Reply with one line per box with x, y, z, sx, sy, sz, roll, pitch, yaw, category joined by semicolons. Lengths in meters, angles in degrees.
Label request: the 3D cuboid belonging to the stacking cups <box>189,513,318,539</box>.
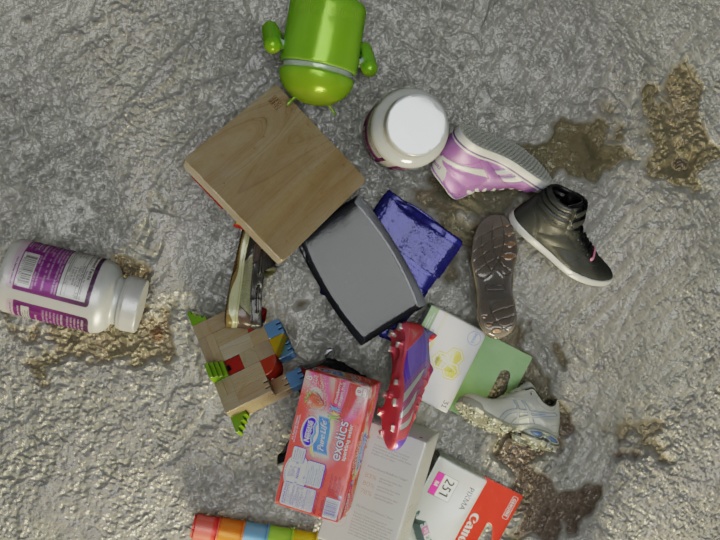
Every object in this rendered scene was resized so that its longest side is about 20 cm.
-0.170;0.429;1.371;0.199;0.061;0.061;10;94;-3;stacking cups

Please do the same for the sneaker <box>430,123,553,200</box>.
0.201;-0.149;1.357;0.200;0.073;0.114;22;126;-23;sneaker

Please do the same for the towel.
0.047;-0.007;1.359;0.147;0.050;0.200;35;91;-1;towel

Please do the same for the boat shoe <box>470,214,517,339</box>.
0.207;0.012;1.363;0.074;0.073;0.201;4;74;2;boat shoe

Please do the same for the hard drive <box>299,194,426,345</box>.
0.000;0.000;1.312;0.135;0.042;0.200;-31;92;1;hard drive

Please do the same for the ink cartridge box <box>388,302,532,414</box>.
0.165;0.160;1.384;0.199;0.048;0.146;27;91;-5;ink cartridge box

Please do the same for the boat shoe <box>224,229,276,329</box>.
-0.159;-0.006;1.307;0.065;0.073;0.201;12;76;-8;boat shoe

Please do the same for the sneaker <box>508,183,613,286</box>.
0.338;-0.056;1.349;0.200;0.071;0.099;36;129;-8;sneaker

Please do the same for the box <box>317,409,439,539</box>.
0.029;0.332;1.340;0.124;0.097;0.201;18;94;17;box

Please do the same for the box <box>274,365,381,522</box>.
-0.047;0.249;1.261;0.102;0.095;0.201;13;90;11;box

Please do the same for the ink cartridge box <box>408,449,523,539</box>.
0.152;0.421;1.409;0.173;0.044;0.201;28;92;-6;ink cartridge box

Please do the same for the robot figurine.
-0.057;-0.337;1.279;0.175;0.116;0.201;8;95;-19;robot figurine

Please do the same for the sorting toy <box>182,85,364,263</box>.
-0.131;-0.136;1.283;0.199;0.070;0.200;46;60;-4;sorting toy

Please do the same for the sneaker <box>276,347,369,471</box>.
-0.082;0.214;1.353;0.114;0.075;0.200;45;89;-2;sneaker

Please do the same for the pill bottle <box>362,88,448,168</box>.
0.066;-0.204;1.254;0.112;0.200;0.113;-1;95;-6;pill bottle

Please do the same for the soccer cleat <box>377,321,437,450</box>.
0.075;0.172;1.292;0.076;0.067;0.201;16;62;-19;soccer cleat

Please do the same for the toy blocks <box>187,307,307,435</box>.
-0.162;0.127;1.308;0.136;0.100;0.201;-25;66;-3;toy blocks

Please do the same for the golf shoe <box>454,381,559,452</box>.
0.238;0.218;1.380;0.199;0.078;0.098;26;72;-27;golf shoe

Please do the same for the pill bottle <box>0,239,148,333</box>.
-0.422;0.029;1.278;0.199;0.112;0.113;15;94;-7;pill bottle
